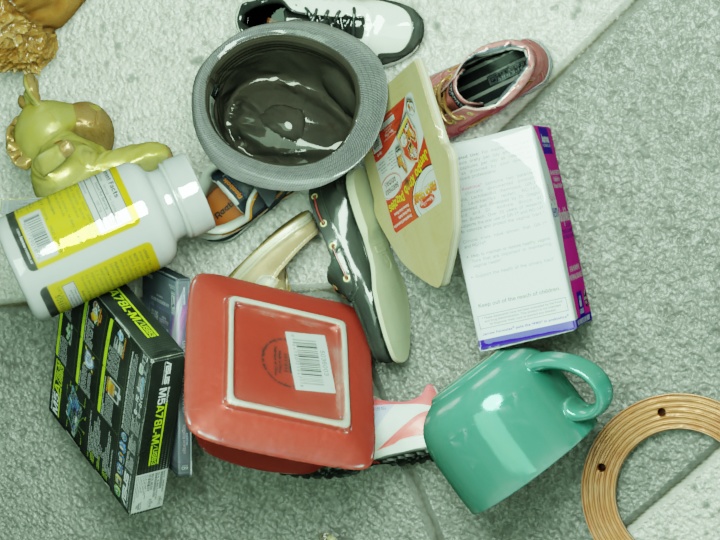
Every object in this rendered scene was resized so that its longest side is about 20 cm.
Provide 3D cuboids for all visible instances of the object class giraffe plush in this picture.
[{"bbox_3d":[-0.302,-0.113,1.799,0.173,0.199,0.163,-57,43,27],"label":"giraffe plush"}]

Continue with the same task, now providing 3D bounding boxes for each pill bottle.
[{"bbox_3d":[-0.249,-0.039,1.693,0.199,0.111,0.112,-24,87,-7],"label":"pill bottle"}]

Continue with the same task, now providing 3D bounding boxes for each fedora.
[{"bbox_3d":[-0.066,-0.152,1.695,0.198,0.090,0.178,8,75,11],"label":"fedora"}]

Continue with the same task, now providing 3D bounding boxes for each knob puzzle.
[{"bbox_3d":[0.060,-0.083,1.652,0.030,0.219,0.222,-12,90,-23],"label":"knob puzzle"}]

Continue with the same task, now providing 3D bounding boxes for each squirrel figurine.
[{"bbox_3d":[-0.372,-0.292,1.776,0.141,0.187,0.202,18,99,15],"label":"squirrel figurine"}]

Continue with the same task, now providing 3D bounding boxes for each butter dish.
[{"bbox_3d":[-0.097,0.128,1.717,0.198,0.201,0.148,13,139,-19],"label":"butter dish"}]

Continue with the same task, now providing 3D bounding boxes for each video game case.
[{"bbox_3d":[-0.201,0.099,1.781,0.019,0.143,0.202,-2,97,-21],"label":"video game case"}]

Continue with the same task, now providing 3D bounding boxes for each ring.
[{"bbox_3d":[0.316,0.220,1.688,0.199,0.019,0.202,1,93,17],"label":"ring"}]

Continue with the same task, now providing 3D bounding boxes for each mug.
[{"bbox_3d":[0.148,0.136,1.664,0.185,0.152,0.115,-37,86,4],"label":"mug"}]

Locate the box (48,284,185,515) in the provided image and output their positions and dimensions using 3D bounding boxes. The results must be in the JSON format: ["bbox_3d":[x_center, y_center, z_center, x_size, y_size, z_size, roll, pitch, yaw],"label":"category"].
[{"bbox_3d":[-0.253,0.115,1.763,0.193,0.047,0.201,45,134,43],"label":"box"}]

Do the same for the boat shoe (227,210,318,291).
[{"bbox_3d":[-0.105,0.023,1.782,0.069,0.074,0.200,45,107,-1],"label":"boat shoe"}]

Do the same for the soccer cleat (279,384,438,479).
[{"bbox_3d":[-0.004,0.169,1.766,0.199,0.068,0.074,-11,71,19],"label":"soccer cleat"}]

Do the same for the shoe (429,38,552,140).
[{"bbox_3d":[0.091,-0.171,1.691,0.199,0.091,0.072,-26,86,18],"label":"shoe"}]

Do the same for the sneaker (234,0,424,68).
[{"bbox_3d":[-0.035,-0.242,1.733,0.198,0.080,0.074,3,93,15],"label":"sneaker"}]

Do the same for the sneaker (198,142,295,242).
[{"bbox_3d":[-0.101,-0.103,1.764,0.078,0.079,0.200,46,104,11],"label":"sneaker"}]

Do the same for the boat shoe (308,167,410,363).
[{"bbox_3d":[0.001,0.000,1.743,0.063,0.074,0.203,-18,85,22],"label":"boat shoe"}]

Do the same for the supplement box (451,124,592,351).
[{"bbox_3d":[0.151,-0.034,1.678,0.103,0.101,0.202,-14,90,17],"label":"supplement box"}]

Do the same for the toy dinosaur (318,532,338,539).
[{"bbox_3d":[0.011,0.363,1.779,0.088,0.047,0.202,-11,91,32],"label":"toy dinosaur"}]
